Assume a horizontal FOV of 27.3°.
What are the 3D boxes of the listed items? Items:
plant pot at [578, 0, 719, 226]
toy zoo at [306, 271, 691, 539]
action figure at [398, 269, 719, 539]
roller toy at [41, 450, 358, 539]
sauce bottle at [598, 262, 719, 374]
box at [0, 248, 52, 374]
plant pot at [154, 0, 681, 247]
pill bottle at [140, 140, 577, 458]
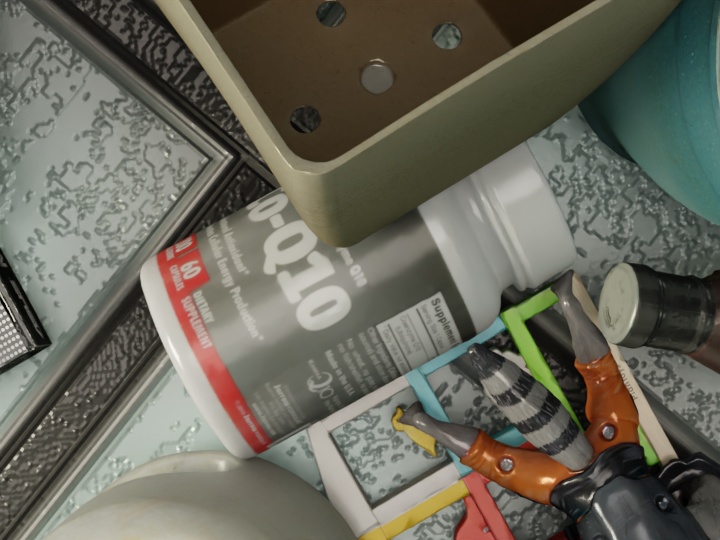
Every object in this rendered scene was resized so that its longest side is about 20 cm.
[{"bbox_3d":[0.197,-0.106,0.698,0.198,0.188,0.203,-3,99,-22],"label":"plant pot"},{"bbox_3d":[0.060,0.106,0.798,0.199,0.020,0.132,-30,91,0],"label":"toy zoo"},{"bbox_3d":[0.100,0.130,0.739,0.199,0.105,0.194,-39,81,-3],"label":"action figure"},{"bbox_3d":[-0.080,0.190,0.739,0.199,0.140,0.184,30,101,4],"label":"roller toy"},{"bbox_3d":[0.216,0.032,0.751,0.198,0.066,0.067,8,90,-16],"label":"sauce bottle"},{"bbox_3d":[-0.296,0.005,0.783,0.199,0.048,0.195,-28,87,0],"label":"box"},{"bbox_3d":[0.007,-0.126,0.637,0.199,0.177,0.201,-31,72,-12],"label":"plant pot"},{"bbox_3d":[0.000,0.000,0.750,0.199,0.114,0.115,-29,90,0],"label":"pill bottle"}]
